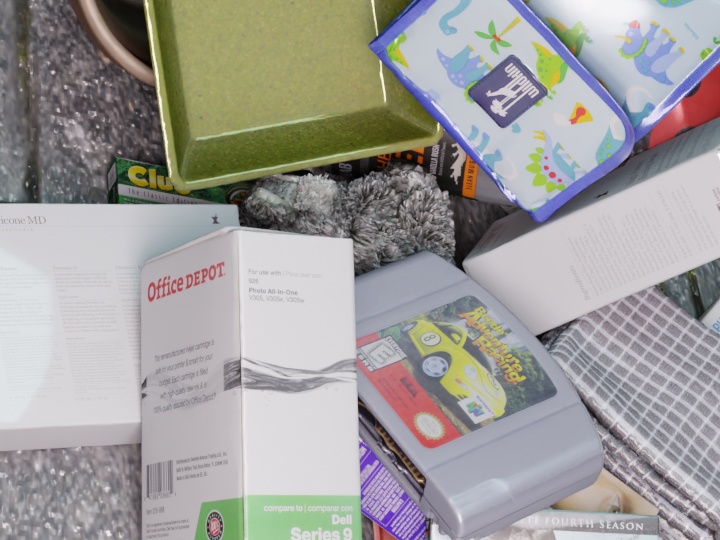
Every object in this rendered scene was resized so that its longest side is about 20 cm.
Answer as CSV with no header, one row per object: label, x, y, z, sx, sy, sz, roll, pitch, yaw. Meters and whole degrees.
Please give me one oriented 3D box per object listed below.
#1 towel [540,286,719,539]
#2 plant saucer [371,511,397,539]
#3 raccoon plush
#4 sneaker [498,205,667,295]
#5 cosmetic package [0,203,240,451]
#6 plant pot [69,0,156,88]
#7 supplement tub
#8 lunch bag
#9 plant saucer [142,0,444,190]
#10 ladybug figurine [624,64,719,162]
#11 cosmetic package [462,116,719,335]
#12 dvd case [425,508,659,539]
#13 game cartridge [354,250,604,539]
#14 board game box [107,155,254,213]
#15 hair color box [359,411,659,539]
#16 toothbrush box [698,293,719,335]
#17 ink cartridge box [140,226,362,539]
towel,0.205,0.102,1.453,0.200,0.086,0.166,40,44,6
plant saucer,0.088,0.142,1.439,0.199,0.037,0.200,11,50,-20
raccoon plush,0.000,0.000,1.428,0.134,0.097,0.200,-12,51,-29
sneaker,0.163,-0.053,1.604,0.200,0.089,0.077,48,46,12
cosmetic package,-0.161,0.034,1.359,0.199,0.052,0.151,0,68,-30
plant pot,-0.128,-0.227,1.509,0.199,0.175,0.201,-3,99,-21
supplement tub,0.042,-0.120,1.542,0.199,0.123,0.123,10,46,7
lunch bag,0.131,-0.157,1.403,0.170,0.200,0.127,46,8,-6
plant saucer,-0.053,-0.169,1.427,0.199,0.048,0.201,-11,101,-20
ladybug figurine,0.202,-0.090,1.518,0.135,0.201,0.072,13,21,14
cosmetic package,0.177,-0.028,1.452,0.074,0.200,0.102,63,23,-10
dvd case,0.107,0.244,1.285,0.145,0.022,0.201,4,79,-5
game cartridge,0.055,0.072,1.329,0.133,0.041,0.200,-19,53,-33
board game box,-0.078,-0.017,1.486,0.199,0.023,0.105,11,52,-23
hair color box,0.081,0.142,1.366,0.200,0.065,0.109,37,46,1
toothbrush box,0.336,0.091,1.586,0.200,0.085,0.146,41,46,6
ink cartridge box,-0.068,0.084,1.269,0.084,0.146,0.201,4,80,-29
